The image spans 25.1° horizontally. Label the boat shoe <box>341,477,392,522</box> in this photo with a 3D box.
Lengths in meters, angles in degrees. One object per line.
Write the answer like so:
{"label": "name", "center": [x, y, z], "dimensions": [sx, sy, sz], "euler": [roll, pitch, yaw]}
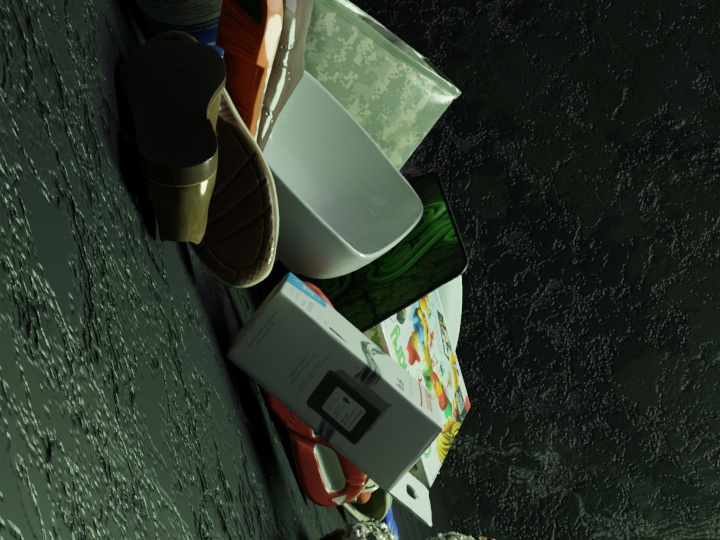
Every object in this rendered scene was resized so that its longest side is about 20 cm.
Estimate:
{"label": "boat shoe", "center": [-0.003, 0.190, 1.521], "dimensions": [0.200, 0.070, 0.063], "euler": [75, 1, -69]}

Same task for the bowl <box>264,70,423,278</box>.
{"label": "bowl", "center": [-0.053, -0.081, 1.417], "dimensions": [0.200, 0.075, 0.200], "euler": [49, 26, 1]}

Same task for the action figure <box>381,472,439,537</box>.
{"label": "action figure", "center": [0.049, 0.262, 1.773], "dimensions": [0.066, 0.098, 0.201], "euler": [69, 2, -50]}

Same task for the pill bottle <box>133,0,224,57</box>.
{"label": "pill bottle", "center": [-0.132, -0.245, 1.285], "dimensions": [0.200, 0.115, 0.117], "euler": [67, 5, -60]}

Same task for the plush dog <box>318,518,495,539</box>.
{"label": "plush dog", "center": [0.056, 0.254, 1.209], "dimensions": [0.200, 0.170, 0.162], "euler": [56, 16, -81]}

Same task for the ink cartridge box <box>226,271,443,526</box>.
{"label": "ink cartridge box", "center": [-0.002, 0.095, 1.234], "dimensions": [0.200, 0.067, 0.116], "euler": [40, 6, -4]}

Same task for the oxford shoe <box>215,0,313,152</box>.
{"label": "oxford shoe", "center": [-0.079, -0.130, 1.258], "dimensions": [0.071, 0.072, 0.202], "euler": [37, -59, 35]}

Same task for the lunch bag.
{"label": "lunch bag", "center": [-0.035, -0.175, 1.560], "dimensions": [0.199, 0.165, 0.118], "euler": [31, 13, -34]}

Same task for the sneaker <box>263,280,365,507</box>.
{"label": "sneaker", "center": [-0.050, 0.090, 1.370], "dimensions": [0.116, 0.077, 0.202], "euler": [-122, -157, -67]}

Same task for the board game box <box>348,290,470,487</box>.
{"label": "board game box", "center": [0.049, 0.088, 1.535], "dimensions": [0.127, 0.034, 0.202], "euler": [-57, 138, -49]}

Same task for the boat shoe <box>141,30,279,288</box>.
{"label": "boat shoe", "center": [-0.106, -0.077, 1.199], "dimensions": [0.075, 0.074, 0.204], "euler": [81, -8, -73]}

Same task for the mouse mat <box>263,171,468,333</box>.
{"label": "mouse mat", "center": [0.000, 0.000, 1.475], "dimensions": [0.008, 0.199, 0.162], "euler": [52, 14, -36]}

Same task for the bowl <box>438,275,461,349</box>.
{"label": "bowl", "center": [0.024, 0.024, 1.624], "dimensions": [0.201, 0.089, 0.204], "euler": [5, 84, -64]}

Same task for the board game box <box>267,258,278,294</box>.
{"label": "board game box", "center": [-0.051, 0.048, 1.663], "dimensions": [0.200, 0.043, 0.201], "euler": [-100, 171, -56]}

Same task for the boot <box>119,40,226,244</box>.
{"label": "boot", "center": [-0.128, -0.093, 1.108], "dimensions": [0.201, 0.073, 0.076], "euler": [-97, -173, -54]}
